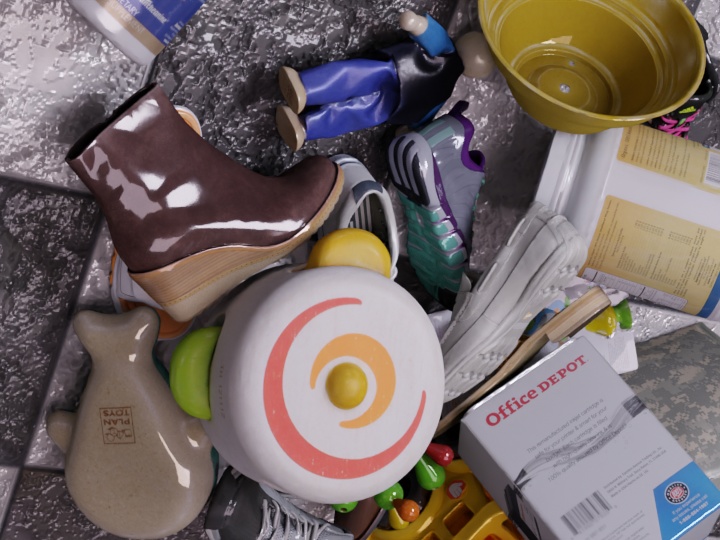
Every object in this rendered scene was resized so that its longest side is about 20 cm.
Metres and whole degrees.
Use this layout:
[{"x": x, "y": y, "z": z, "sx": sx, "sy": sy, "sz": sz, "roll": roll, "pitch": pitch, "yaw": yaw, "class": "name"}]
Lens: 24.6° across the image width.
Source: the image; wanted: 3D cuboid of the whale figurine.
[{"x": -0.185, "y": 0.121, "z": 1.385, "sx": 0.157, "sy": 0.104, "sz": 0.203, "roll": -5, "pitch": 104, "yaw": 16, "class": "whale figurine"}]

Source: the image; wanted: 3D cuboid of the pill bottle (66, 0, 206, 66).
[{"x": -0.132, "y": -0.257, "z": 1.199, "sx": 0.200, "sy": 0.111, "sz": 0.111, "roll": -48, "pitch": 127, "yaw": 2, "class": "pill bottle"}]

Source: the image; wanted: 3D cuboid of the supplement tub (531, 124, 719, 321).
[{"x": 0.251, "y": -0.051, "z": 1.449, "sx": 0.198, "sy": 0.145, "sz": 0.146, "roll": 18, "pitch": 110, "yaw": 4, "class": "supplement tub"}]

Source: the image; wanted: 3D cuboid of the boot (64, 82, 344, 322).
[{"x": -0.115, "y": -0.077, "z": 1.288, "sx": 0.200, "sy": 0.072, "sz": 0.167, "roll": -40, "pitch": 116, "yaw": -22, "class": "boot"}]

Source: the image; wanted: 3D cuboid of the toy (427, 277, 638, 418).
[{"x": 0.159, "y": 0.062, "z": 1.557, "sx": 0.198, "sy": 0.047, "sz": 0.116, "roll": -14, "pitch": 112, "yaw": -7, "class": "toy"}]

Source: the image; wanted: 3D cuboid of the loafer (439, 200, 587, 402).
[{"x": 0.110, "y": 0.030, "z": 1.407, "sx": 0.200, "sy": 0.070, "sz": 0.070, "roll": -49, "pitch": 155, "yaw": 13, "class": "loafer"}]

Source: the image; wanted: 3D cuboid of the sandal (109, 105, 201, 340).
[{"x": -0.158, "y": -0.028, "z": 1.339, "sx": 0.078, "sy": 0.059, "sz": 0.209, "roll": -7, "pitch": 118, "yaw": -24, "class": "sandal"}]

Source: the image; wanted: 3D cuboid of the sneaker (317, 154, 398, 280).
[{"x": 0.000, "y": 0.000, "z": 1.430, "sx": 0.072, "sy": 0.071, "sz": 0.202, "roll": -24, "pitch": 126, "yaw": -15, "class": "sneaker"}]

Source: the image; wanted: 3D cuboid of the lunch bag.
[{"x": 0.324, "y": 0.155, "z": 1.607, "sx": 0.162, "sy": 0.200, "sz": 0.119, "roll": -15, "pitch": 121, "yaw": -21, "class": "lunch bag"}]

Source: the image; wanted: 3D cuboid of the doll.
[{"x": 0.029, "y": -0.160, "z": 1.372, "sx": 0.198, "sy": 0.049, "sz": 0.137, "roll": -17, "pitch": 138, "yaw": -22, "class": "doll"}]

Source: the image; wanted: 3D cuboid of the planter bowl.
[{"x": 0.183, "y": -0.177, "z": 1.392, "sx": 0.198, "sy": 0.202, "sz": 0.084, "roll": -11, "pitch": 149, "yaw": -23, "class": "planter bowl"}]

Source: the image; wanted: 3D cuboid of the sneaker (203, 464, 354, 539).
[{"x": -0.059, "y": 0.226, "z": 1.445, "sx": 0.200, "sy": 0.114, "sz": 0.076, "roll": 53, "pitch": 58, "yaw": -71, "class": "sneaker"}]

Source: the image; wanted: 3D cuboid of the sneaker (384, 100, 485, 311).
[{"x": 0.086, "y": -0.051, "z": 1.445, "sx": 0.087, "sy": 0.074, "sz": 0.201, "roll": -36, "pitch": 138, "yaw": -20, "class": "sneaker"}]

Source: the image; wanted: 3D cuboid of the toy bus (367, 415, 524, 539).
[{"x": 0.120, "y": 0.242, "z": 1.550, "sx": 0.200, "sy": 0.192, "sz": 0.136, "roll": -44, "pitch": 125, "yaw": -2, "class": "toy bus"}]

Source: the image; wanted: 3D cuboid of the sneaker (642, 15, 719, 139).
[{"x": 0.278, "y": -0.150, "z": 1.490, "sx": 0.073, "sy": 0.087, "sz": 0.202, "roll": -15, "pitch": 122, "yaw": -20, "class": "sneaker"}]

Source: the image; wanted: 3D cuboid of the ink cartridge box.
[{"x": 0.201, "y": 0.182, "z": 1.464, "sx": 0.144, "sy": 0.200, "sz": 0.084, "roll": -32, "pitch": 155, "yaw": -17, "class": "ink cartridge box"}]

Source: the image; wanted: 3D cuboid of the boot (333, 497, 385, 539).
[{"x": -0.058, "y": 0.156, "z": 1.488, "sx": 0.198, "sy": 0.064, "sz": 0.189, "roll": 11, "pitch": 101, "yaw": -33, "class": "boot"}]

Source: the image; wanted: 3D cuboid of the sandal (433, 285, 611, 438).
[{"x": 0.126, "y": 0.065, "z": 1.496, "sx": 0.211, "sy": 0.070, "sz": 0.078, "roll": -39, "pitch": 169, "yaw": 17, "class": "sandal"}]

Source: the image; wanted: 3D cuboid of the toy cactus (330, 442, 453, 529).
[{"x": 0.006, "y": 0.132, "z": 1.436, "sx": 0.198, "sy": 0.102, "sz": 0.167, "roll": 19, "pitch": 90, "yaw": -21, "class": "toy cactus"}]

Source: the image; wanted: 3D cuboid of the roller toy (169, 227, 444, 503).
[{"x": -0.029, "y": 0.086, "z": 1.302, "sx": 0.200, "sy": 0.139, "sz": 0.183, "roll": -40, "pitch": 105, "yaw": -17, "class": "roller toy"}]
